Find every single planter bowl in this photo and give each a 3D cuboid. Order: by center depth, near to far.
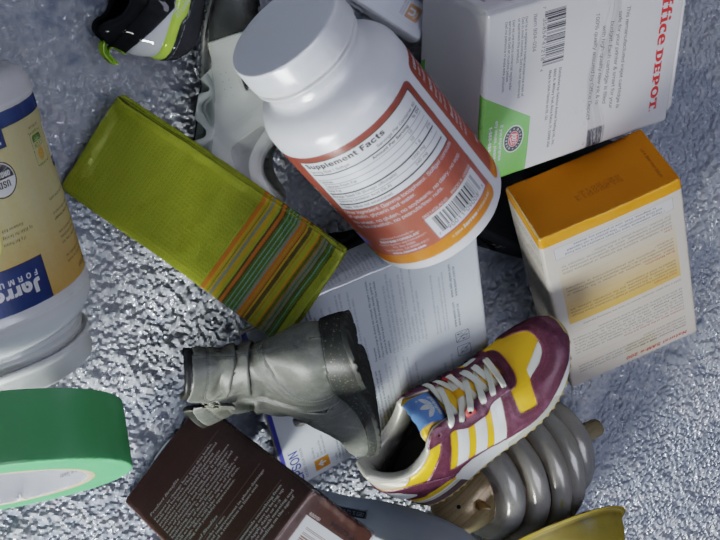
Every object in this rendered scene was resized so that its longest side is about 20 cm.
[{"bbox_3d":[0.161,0.288,1.126,0.200,0.083,0.200,-22,156,-10],"label":"planter bowl"}]

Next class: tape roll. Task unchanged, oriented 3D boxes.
[{"bbox_3d":[-0.253,0.125,0.849,0.200,0.200,0.048,-4,74,-29],"label":"tape roll"}]

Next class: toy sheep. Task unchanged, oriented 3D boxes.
[{"bbox_3d":[0.140,0.175,1.132,0.200,0.138,0.138,-25,114,-37],"label":"toy sheep"}]

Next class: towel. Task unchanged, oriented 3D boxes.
[{"bbox_3d":[-0.113,-0.037,0.923,0.200,0.018,0.086,35,97,2],"label":"towel"}]

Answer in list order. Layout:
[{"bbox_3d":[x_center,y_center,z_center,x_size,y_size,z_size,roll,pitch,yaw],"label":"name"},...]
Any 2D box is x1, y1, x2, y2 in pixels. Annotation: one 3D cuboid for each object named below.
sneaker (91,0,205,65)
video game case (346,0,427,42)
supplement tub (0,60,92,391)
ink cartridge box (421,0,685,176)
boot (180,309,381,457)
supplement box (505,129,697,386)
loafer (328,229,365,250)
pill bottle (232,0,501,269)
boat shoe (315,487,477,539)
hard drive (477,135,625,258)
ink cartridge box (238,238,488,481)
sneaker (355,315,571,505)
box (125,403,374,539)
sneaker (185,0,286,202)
[{"bbox_3d":[-0.147,-0.241,0.894,0.083,0.072,0.200,2,101,-29],"label":"sneaker"},{"bbox_3d":[0.015,-0.305,0.973,0.182,0.023,0.200,30,86,-16],"label":"video game case"},{"bbox_3d":[-0.260,-0.023,0.839,0.144,0.144,0.200,-22,112,-24],"label":"supplement tub"},{"bbox_3d":[0.150,-0.171,1.011,0.200,0.084,0.146,-20,129,-27],"label":"ink cartridge box"},{"bbox_3d":[-0.057,0.090,0.943,0.131,0.068,0.200,-11,151,4],"label":"boot"},{"bbox_3d":[0.207,-0.007,1.093,0.126,0.074,0.200,-23,136,-3],"label":"supplement box"},{"bbox_3d":[0.000,0.000,1.039,0.200,0.068,0.070,-18,100,-29],"label":"loafer"},{"bbox_3d":[0.004,-0.100,0.894,0.112,0.112,0.200,-51,127,-10],"label":"pill bottle"},{"bbox_3d":[0.001,0.241,1.056,0.202,0.075,0.086,12,111,4],"label":"boat shoe"},{"bbox_3d":[0.177,-0.071,1.140,0.200,0.042,0.135,11,96,-32],"label":"hard drive"},{"bbox_3d":[0.006,0.064,1.029,0.200,0.041,0.200,-24,135,-14],"label":"ink cartridge box"},{"bbox_3d":[0.084,0.110,1.033,0.200,0.075,0.090,-49,141,12],"label":"sneaker"},{"bbox_3d":[-0.088,0.183,0.956,0.075,0.200,0.100,42,81,-33],"label":"box"},{"bbox_3d":[-0.073,-0.142,0.944,0.088,0.074,0.200,9,107,5],"label":"sneaker"}]
